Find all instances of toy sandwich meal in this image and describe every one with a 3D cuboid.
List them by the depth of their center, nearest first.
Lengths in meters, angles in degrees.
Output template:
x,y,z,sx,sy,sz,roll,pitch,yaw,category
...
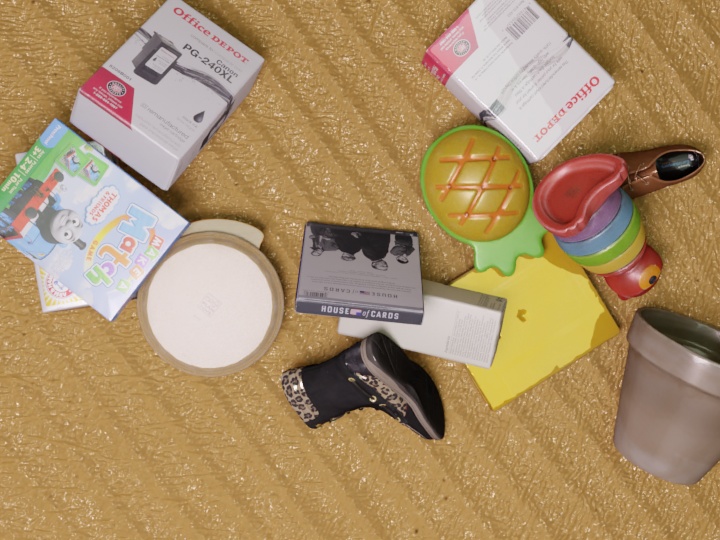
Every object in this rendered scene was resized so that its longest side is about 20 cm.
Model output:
x,y,z,sx,sy,sz,roll,pitch,yaw,category
-0.191,0.034,1.380,0.205,0.070,0.205,0,95,-4,toy sandwich meal

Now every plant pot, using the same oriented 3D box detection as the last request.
x,y,z,sx,sy,sz,roll,pitch,yaw,category
0.407,0.166,1.355,0.200,0.200,0.174,20,106,-2,plant pot

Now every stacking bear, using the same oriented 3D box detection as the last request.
x,y,z,sx,sy,sz,roll,pitch,yaw,category
0.312,-0.041,1.356,0.121,0.114,0.200,-49,122,-6,stacking bear

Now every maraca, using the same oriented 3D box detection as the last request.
x,y,z,sx,sy,sz,roll,pitch,yaw,category
0.159,-0.089,1.371,0.137,0.107,0.200,-32,96,6,maraca

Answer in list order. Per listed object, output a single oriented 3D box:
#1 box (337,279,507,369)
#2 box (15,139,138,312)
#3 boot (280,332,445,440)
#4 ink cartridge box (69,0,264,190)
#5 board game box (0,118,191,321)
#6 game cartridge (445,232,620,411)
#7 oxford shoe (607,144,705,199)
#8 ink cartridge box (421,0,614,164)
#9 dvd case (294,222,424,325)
x,y,z,sx,sy,sz,roll,pitch,yaw,category
0.078,0.057,1.358,0.200,0.068,0.082,14,108,10,box
-0.350,-0.053,1.352,0.112,0.101,0.200,-10,91,-3,box
0.007,0.164,1.374,0.151,0.073,0.200,-20,136,25,boot
-0.233,-0.221,1.320,0.145,0.083,0.200,35,58,-3,ink cartridge box
-0.327,-0.060,1.284,0.200,0.037,0.151,38,87,-4,board game box
0.211,0.059,1.413,0.200,0.032,0.176,-31,91,-4,game cartridge
0.349,-0.124,1.397,0.200,0.071,0.071,-19,93,0,oxford shoe
0.200,-0.254,1.382,0.200,0.084,0.145,44,89,-1,ink cartridge box
0.000,0.000,1.325,0.150,0.200,0.025,6,120,-2,dvd case
